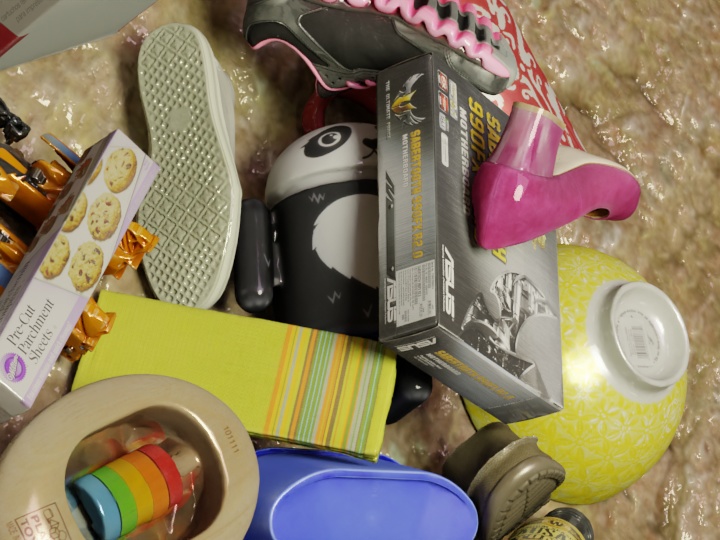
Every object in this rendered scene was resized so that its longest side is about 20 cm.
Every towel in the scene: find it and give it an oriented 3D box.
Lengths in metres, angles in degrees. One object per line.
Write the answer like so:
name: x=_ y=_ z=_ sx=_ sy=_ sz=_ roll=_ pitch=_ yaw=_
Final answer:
towel: x=-0.078 y=0.066 z=1.426 sx=0.198 sy=0.018 sz=0.087 roll=11 pitch=54 yaw=4

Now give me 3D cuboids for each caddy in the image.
caddy: x=-0.020 y=0.187 z=1.437 sx=0.199 sy=0.105 sz=0.143 roll=6 pitch=89 yaw=-33

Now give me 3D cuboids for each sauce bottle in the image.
sauce bottle: x=0.121 y=0.199 z=1.502 sx=0.066 sy=0.066 sz=0.200 roll=61 pitch=15 yaw=-1

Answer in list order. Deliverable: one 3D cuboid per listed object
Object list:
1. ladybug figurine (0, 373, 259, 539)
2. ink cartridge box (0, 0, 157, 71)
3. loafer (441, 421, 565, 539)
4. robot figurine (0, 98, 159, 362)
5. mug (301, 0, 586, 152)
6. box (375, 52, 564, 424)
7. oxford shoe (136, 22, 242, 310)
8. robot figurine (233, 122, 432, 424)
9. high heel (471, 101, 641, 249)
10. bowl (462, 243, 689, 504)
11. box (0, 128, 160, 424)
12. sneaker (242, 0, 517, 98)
ladybug figurine: x=-0.147 y=0.137 z=1.317 sx=0.199 sy=0.072 sz=0.137 roll=-19 pitch=83 yaw=-44
ink cartridge box: x=-0.211 y=-0.253 z=1.440 sx=0.144 sy=0.145 sz=0.201 roll=-24 pitch=87 yaw=-43
loafer: x=0.089 y=0.141 z=1.516 sx=0.076 sy=0.200 sz=0.068 roll=-40 pitch=80 yaw=-8
robot figurine: x=-0.225 y=-0.044 z=1.394 sx=0.200 sy=0.058 sz=0.146 roll=40 pitch=49 yaw=-20
mug: x=0.062 y=-0.109 z=1.647 sx=0.201 sy=0.177 sz=0.134 roll=56 pitch=9 yaw=-11
box: x=0.072 y=-0.019 z=1.482 sx=0.158 sy=0.048 sz=0.202 roll=34 pitch=48 yaw=-46
oxford shoe: x=-0.111 y=-0.066 z=1.501 sx=0.058 sy=0.075 sz=0.202 roll=44 pitch=38 yaw=-67
robot figurine: x=-0.001 y=-0.001 z=1.518 sx=0.150 sy=0.124 sz=0.202 roll=27 pitch=52 yaw=-58
high heel: x=0.130 y=-0.039 z=1.499 sx=0.200 sy=0.067 sz=0.097 roll=31 pitch=78 yaw=-66
bowl: x=0.176 y=0.063 z=1.654 sx=0.199 sy=0.107 sz=0.202 roll=17 pitch=62 yaw=-34
box: x=-0.180 y=0.001 z=1.346 sx=0.041 sy=0.039 sz=0.201 roll=42 pitch=49 yaw=-20
sneaker: x=0.008 y=-0.155 z=1.535 sx=0.199 sy=0.096 sz=0.079 roll=24 pitch=21 yaw=5
